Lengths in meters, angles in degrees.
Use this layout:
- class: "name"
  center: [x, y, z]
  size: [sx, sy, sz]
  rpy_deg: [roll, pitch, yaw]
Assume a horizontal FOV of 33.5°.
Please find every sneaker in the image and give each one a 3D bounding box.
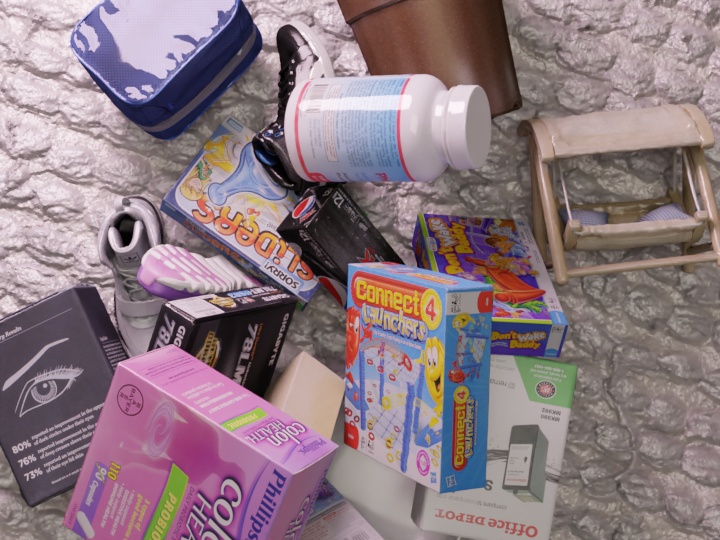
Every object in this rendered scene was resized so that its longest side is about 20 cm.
- class: "sneaker"
  center: [-0.181, 0.030, 1.304]
  size: [0.080, 0.200, 0.089]
  rpy_deg: [41, 101, 22]
- class: "sneaker"
  center: [-0.080, -0.183, 1.347]
  size: [0.111, 0.073, 0.202]
  rpy_deg: [-17, 80, -27]
- class: "sneaker"
  center: [-0.249, 0.013, 1.326]
  size: [0.074, 0.115, 0.203]
  rpy_deg: [-7, 88, -1]

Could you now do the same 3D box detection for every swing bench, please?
- class: "swing bench"
  center: [0.295, -0.090, 1.364]
  size: [0.196, 0.130, 0.203]
  rpy_deg: [-6, 87, -4]

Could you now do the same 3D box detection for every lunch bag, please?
- class: "lunch bag"
  center: [-0.206, -0.258, 1.338]
  size: [0.200, 0.132, 0.136]
  rpy_deg: [-44, 75, -4]

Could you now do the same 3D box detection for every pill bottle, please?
- class: "pill bottle"
  center: [0.029, -0.147, 1.239]
  size: [0.198, 0.108, 0.110]
  rpy_deg: [2, 87, 25]

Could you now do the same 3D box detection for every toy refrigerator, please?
- class: "toy refrigerator"
  center: [-0.074, 0.182, 1.242]
  size: [0.070, 0.201, 0.076]
  rpy_deg: [37, 121, -12]

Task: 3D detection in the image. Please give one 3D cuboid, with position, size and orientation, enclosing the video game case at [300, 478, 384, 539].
- class: "video game case"
  center: [-0.103, 0.263, 1.225]
  size: [0.199, 0.024, 0.182]
  rpy_deg: [-21, 50, -39]

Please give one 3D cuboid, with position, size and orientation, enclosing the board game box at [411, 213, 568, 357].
- class: "board game box"
  center: [0.137, 0.013, 1.313]
  size: [0.133, 0.201, 0.045]
  rpy_deg: [3, 125, -10]

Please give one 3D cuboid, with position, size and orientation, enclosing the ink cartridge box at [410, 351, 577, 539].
- class: "ink cartridge box"
  center: [0.143, 0.188, 1.290]
  size: [0.144, 0.084, 0.203]
  rpy_deg: [10, 86, -4]

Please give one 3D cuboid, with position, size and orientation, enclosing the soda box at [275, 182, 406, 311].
- class: "soda box"
  center: [0.000, 0.000, 1.326]
  size: [0.200, 0.063, 0.071]
  rpy_deg: [50, 63, -24]

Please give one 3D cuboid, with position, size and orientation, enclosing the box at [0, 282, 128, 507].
- class: "box"
  center: [-0.327, 0.133, 1.316]
  size: [0.147, 0.104, 0.202]
  rpy_deg: [-24, 89, 1]

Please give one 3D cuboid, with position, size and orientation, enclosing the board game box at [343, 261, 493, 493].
- class: "board game box"
  center: [0.054, 0.101, 1.213]
  size: [0.055, 0.199, 0.199]
  rpy_deg: [-3, 98, -29]

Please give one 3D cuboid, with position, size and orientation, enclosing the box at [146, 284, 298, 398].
- class: "box"
  center: [-0.162, 0.120, 1.264]
  size: [0.049, 0.198, 0.202]
  rpy_deg: [28, 106, 26]

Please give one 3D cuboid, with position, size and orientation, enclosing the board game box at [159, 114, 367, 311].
- class: "board game box"
  center: [-0.109, -0.066, 1.360]
  size: [0.199, 0.034, 0.136]
  rpy_deg: [35, 65, -2]

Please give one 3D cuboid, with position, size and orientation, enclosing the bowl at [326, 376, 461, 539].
- class: "bowl"
  center: [0.039, 0.221, 1.358]
  size: [0.198, 0.075, 0.201]
  rpy_deg: [26, 86, -1]

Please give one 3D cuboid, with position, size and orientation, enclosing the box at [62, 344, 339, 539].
- class: "box"
  center: [-0.150, 0.199, 1.106]
  size: [0.199, 0.097, 0.178]
  rpy_deg: [28, 107, 17]

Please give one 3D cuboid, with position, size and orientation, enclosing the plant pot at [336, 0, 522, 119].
- class: "plant pot"
  center: [0.083, -0.254, 1.333]
  size: [0.198, 0.200, 0.201]
  rpy_deg: [-17, 96, -5]
